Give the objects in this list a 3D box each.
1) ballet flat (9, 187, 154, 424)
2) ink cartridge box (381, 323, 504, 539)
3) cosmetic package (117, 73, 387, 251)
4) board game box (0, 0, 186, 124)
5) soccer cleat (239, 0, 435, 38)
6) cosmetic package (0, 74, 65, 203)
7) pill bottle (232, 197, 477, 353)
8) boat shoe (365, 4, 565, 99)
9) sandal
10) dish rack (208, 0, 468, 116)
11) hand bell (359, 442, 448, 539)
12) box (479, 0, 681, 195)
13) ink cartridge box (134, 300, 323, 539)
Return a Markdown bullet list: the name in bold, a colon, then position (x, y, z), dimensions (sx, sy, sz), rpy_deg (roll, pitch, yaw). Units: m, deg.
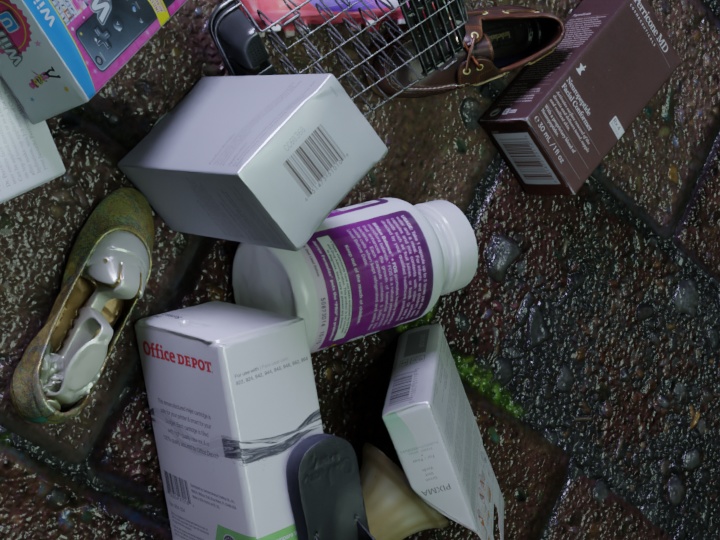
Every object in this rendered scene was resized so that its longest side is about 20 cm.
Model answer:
- **ballet flat**: position (-0.203, 0.029, 1.079), dimensions (0.071, 0.071, 0.200), rpy_deg (34, 74, -33)
- **ink cartridge box**: position (0.079, 0.170, 1.249), dimensions (0.050, 0.161, 0.201), rpy_deg (-15, 110, 12)
- **cosmetic package**: position (-0.088, -0.087, 1.069), dimensions (0.113, 0.200, 0.081), rpy_deg (-48, 118, -19)
- **board game box**: position (-0.207, -0.222, 1.009), dimensions (0.148, 0.064, 0.200), rpy_deg (58, 39, -24)
- **soccer cleat**: position (-0.015, -0.243, 1.192), dimensions (0.200, 0.067, 0.077), rpy_deg (-11, 96, -32)
- **cosmetic package**: position (-0.322, -0.074, 0.979), dimensions (0.200, 0.071, 0.102), rpy_deg (-29, 110, -31)
- **pill bottle**: position (0.000, 0.000, 1.194), dimensions (0.200, 0.112, 0.113), rpy_deg (-16, 103, -33)
- **boat shoe**: position (0.099, -0.204, 1.273), dimensions (0.200, 0.070, 0.071), rpy_deg (-24, 109, -31)
- **sandal**: position (-0.011, 0.224, 1.071), dimensions (0.076, 0.043, 0.201), rpy_deg (-28, 111, -32)
- **dish rack**: position (-0.009, -0.192, 1.141), dimensions (0.200, 0.055, 0.154), rpy_deg (-34, 138, -8)
- **hand bell**: position (-0.027, 0.259, 1.228), dimensions (0.200, 0.104, 0.104), rpy_deg (-45, 118, -11)
- **box**: position (0.217, -0.175, 1.359), dimensions (0.200, 0.075, 0.100), rpy_deg (-51, 120, -23)
- **ink cartridge box**: position (-0.099, 0.133, 1.114), dimensions (0.084, 0.145, 0.201), rpy_deg (-16, 104, -34)
